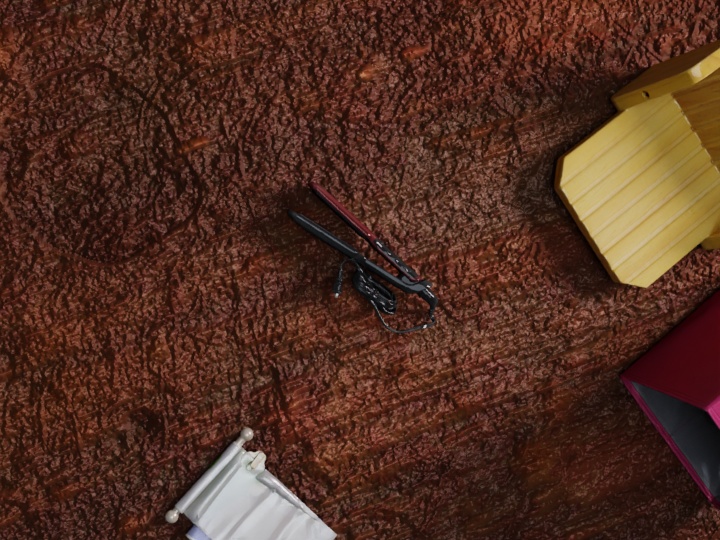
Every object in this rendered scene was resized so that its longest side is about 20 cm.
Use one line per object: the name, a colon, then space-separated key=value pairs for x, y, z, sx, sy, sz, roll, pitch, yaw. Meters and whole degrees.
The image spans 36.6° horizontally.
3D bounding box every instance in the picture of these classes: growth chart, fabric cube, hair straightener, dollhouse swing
growth chart: x=-0.106 y=0.282 z=1.131 sx=0.145 sy=0.018 sz=0.200 roll=-41 pitch=101 yaw=-5
fabric cube: x=0.435 y=0.136 z=1.136 sx=0.199 sy=0.196 sz=0.200 roll=-39 pitch=100 yaw=-7
hair straightener: x=0.000 y=0.000 z=1.121 sx=0.200 sy=0.041 sz=0.077 roll=41 pitch=87 yaw=-16
dollhouse swing: x=0.336 y=-0.097 z=1.116 sx=0.176 sy=0.181 sz=0.201 roll=-40 pitch=102 yaw=-26
